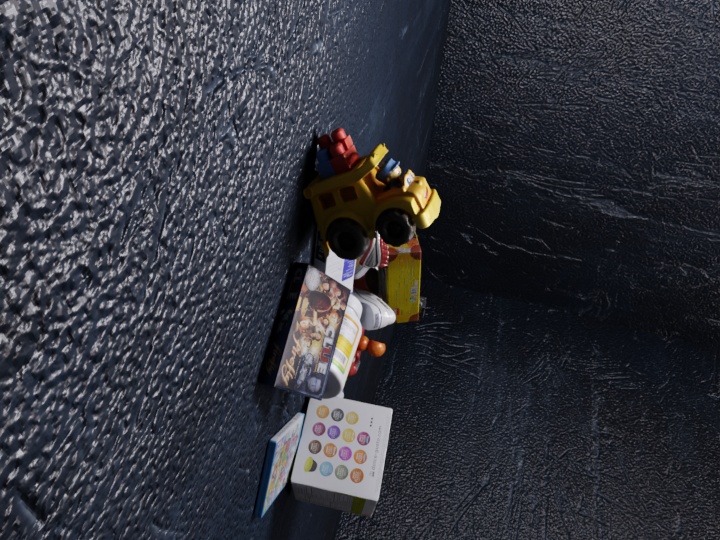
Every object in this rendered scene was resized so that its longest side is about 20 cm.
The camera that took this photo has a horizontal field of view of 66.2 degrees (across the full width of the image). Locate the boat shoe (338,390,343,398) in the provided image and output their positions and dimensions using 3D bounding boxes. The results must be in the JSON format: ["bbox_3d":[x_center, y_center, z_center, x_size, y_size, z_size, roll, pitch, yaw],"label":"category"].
[{"bbox_3d":[-0.073,0.265,1.322,0.201,0.071,0.063,78,29,-64],"label":"boat shoe"}]

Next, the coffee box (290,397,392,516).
[{"bbox_3d":[-0.043,0.429,1.280,0.201,0.194,0.203,95,7,-58],"label":"coffee box"}]

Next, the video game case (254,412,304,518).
[{"bbox_3d":[-0.158,0.380,1.104,0.200,0.017,0.146,-3,105,-81],"label":"video game case"}]

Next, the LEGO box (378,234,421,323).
[{"bbox_3d":[0.086,-0.005,1.263,0.150,0.076,0.203,-101,-173,-52],"label":"LEGO box"}]

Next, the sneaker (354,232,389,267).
[{"bbox_3d":[0.007,-0.102,1.109,0.078,0.080,0.204,-133,-144,-80],"label":"sneaker"}]

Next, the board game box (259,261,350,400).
[{"bbox_3d":[-0.088,0.105,0.932,0.135,0.034,0.204,33,67,-53],"label":"board game box"}]

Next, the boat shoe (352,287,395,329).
[{"bbox_3d":[0.009,0.078,1.235,0.199,0.065,0.074,20,-70,60],"label":"boat shoe"}]

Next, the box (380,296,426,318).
[{"bbox_3d":[0.184,0.148,2.401,0.159,0.196,0.049,83,18,-68],"label":"box"}]

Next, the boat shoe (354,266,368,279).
[{"bbox_3d":[0.008,-0.083,1.183,0.065,0.071,0.203,30,86,-50],"label":"boat shoe"}]

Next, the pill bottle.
[{"bbox_3d":[-0.060,0.139,1.091,0.202,0.109,0.112,-68,168,-46],"label":"pill bottle"}]

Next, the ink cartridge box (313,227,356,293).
[{"bbox_3d":[-0.046,-0.036,1.065,0.099,0.039,0.204,-24,129,-49],"label":"ink cartridge box"}]

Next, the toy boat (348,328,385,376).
[{"bbox_3d":[0.008,0.206,1.563,0.131,0.128,0.204,-59,160,-65],"label":"toy boat"}]

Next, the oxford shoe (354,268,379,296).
[{"bbox_3d":[0.000,0.000,1.307,0.073,0.070,0.202,-51,141,-37],"label":"oxford shoe"}]

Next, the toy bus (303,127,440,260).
[{"bbox_3d":[0.009,-0.138,0.890,0.195,0.197,0.136,68,27,-19],"label":"toy bus"}]
